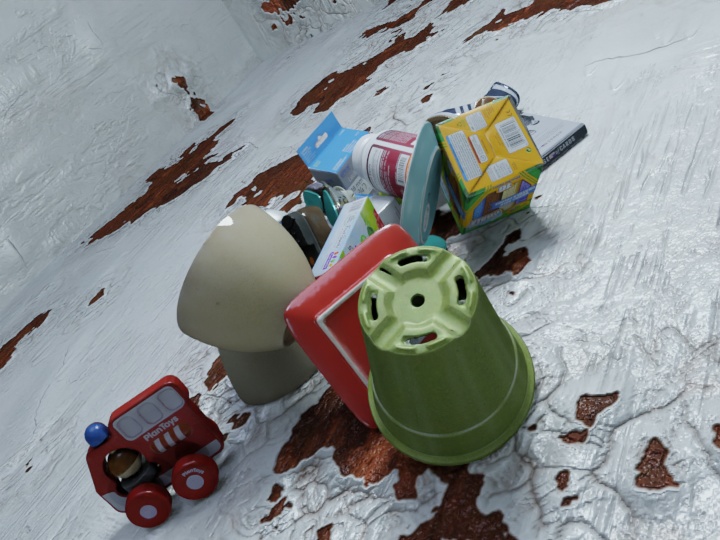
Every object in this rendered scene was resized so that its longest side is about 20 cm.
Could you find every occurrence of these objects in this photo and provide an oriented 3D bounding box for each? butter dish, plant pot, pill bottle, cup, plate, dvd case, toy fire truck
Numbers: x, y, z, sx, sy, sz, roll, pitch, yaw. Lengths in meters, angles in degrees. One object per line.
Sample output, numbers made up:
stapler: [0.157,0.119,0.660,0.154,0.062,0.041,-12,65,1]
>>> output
butter dish: [0.022,0.073,0.961,0.199,0.200,0.148,-39,3,-8]
plant pot: [-0.135,0.031,0.973,0.133,0.202,0.201,28,55,13]
pill bottle: [0.075,-0.184,1.244,0.113,0.114,0.199,-43,37,-17]
cup: [-0.157,0.092,1.148,0.198,0.144,0.201,-28,27,16]
plate: [0.090,-0.106,1.004,0.025,0.202,0.201,10,41,12]
dvd case: [0.290,-0.223,1.278,0.150,0.025,0.200,-38,27,-5]
plant pot: [0.078,0.076,0.758,0.197,0.191,0.203,-10,54,13]
toy fire truck: [-0.299,0.254,1.016,0.198,0.169,0.112,-32,26,6]

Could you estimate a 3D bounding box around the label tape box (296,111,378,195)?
label tape box: [-0.019,-0.199,1.405,0.063,0.201,0.145,-8,36,42]

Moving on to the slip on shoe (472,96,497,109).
slip on shoe: [0.207,-0.204,1.258,0.075,0.061,0.203,10,79,12]

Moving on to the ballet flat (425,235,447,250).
ballet flat: [0.068,0.004,1.102,0.073,0.075,0.199,-10,12,41]

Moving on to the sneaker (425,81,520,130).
sneaker: [0.234,-0.325,1.460,0.198,0.070,0.109,4,50,43]

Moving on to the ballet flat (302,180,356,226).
ballet flat: [-0.045,-0.126,1.280,0.072,0.072,0.200,-38,26,-8]

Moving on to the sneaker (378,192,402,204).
sneaker: [0.111,-0.156,1.323,0.198,0.078,0.091,-18,37,36]

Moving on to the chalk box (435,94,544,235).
chalk box: [0.187,-0.146,1.090,0.122,0.126,0.200,-21,-19,-3]

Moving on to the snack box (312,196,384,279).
snack box: [0.000,0.000,1.114,0.052,0.143,0.201,-16,31,30]

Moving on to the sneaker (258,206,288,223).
sneaker: [-0.126,-0.071,1.344,0.080,0.200,0.077,35,90,26]

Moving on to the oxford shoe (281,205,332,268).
oxford shoe: [-0.046,-0.012,1.144,0.084,0.203,0.072,-29,11,-35]

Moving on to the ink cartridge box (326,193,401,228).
ink cartridge box: [-0.023,-0.041,1.278,0.200,0.084,0.144,-44,28,-18]
